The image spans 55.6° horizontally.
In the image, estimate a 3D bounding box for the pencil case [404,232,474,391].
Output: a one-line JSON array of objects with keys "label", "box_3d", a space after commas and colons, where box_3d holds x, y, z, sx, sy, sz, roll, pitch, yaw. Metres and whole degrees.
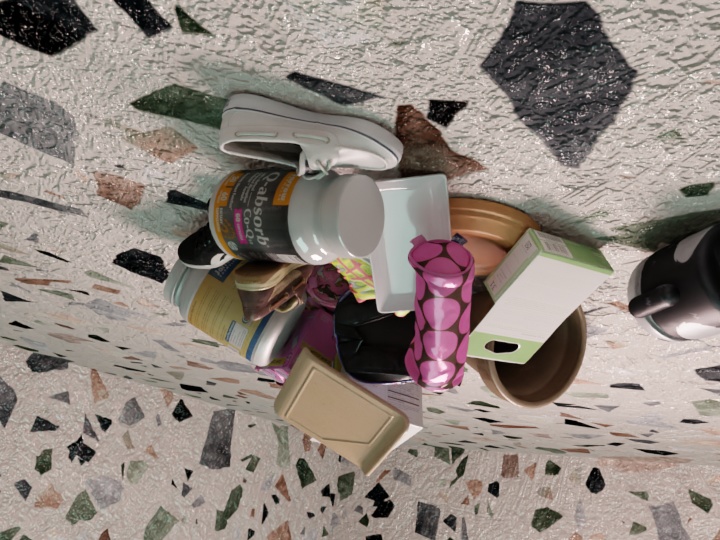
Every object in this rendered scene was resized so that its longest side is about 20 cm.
[{"label": "pencil case", "box_3d": [0.096, 0.056, 0.870, 0.093, 0.090, 0.201, 32, 135, 37]}]

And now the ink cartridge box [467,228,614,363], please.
[{"label": "ink cartridge box", "box_3d": [0.228, 0.043, 0.935, 0.145, 0.048, 0.200, 12, 130, -32]}]

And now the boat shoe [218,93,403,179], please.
[{"label": "boat shoe", "box_3d": [-0.054, -0.130, 0.739, 0.198, 0.066, 0.074, 11, 160, -4]}]

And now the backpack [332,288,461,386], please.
[{"label": "backpack", "box_3d": [0.049, 0.090, 1.078, 0.189, 0.202, 0.154, -6, 176, -9]}]

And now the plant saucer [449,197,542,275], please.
[{"label": "plant saucer", "box_3d": [0.147, -0.038, 0.938, 0.198, 0.038, 0.200, 8, 160, 3]}]

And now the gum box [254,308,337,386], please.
[{"label": "gum box", "box_3d": [-0.110, 0.139, 1.202, 0.066, 0.114, 0.200, 35, 159, -17]}]

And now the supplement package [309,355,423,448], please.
[{"label": "supplement package", "box_3d": [0.011, 0.202, 1.231, 0.150, 0.201, 0.152, 20, 139, -21]}]

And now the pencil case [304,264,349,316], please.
[{"label": "pencil case", "box_3d": [-0.064, 0.048, 1.208, 0.087, 0.083, 0.200, 48, 161, 7]}]

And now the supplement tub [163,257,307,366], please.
[{"label": "supplement tub", "box_3d": [-0.203, 0.048, 1.117, 0.199, 0.145, 0.145, 31, 161, 5]}]

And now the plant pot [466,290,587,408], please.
[{"label": "plant pot", "box_3d": [0.231, 0.105, 1.103, 0.199, 0.202, 0.174, 21, 174, -29]}]

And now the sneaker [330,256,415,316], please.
[{"label": "sneaker", "box_3d": [0.000, 0.000, 0.959, 0.199, 0.091, 0.078, 29, -157, 5]}]

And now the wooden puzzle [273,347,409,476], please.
[{"label": "wooden puzzle", "box_3d": [-0.033, 0.224, 1.083, 0.199, 0.037, 0.185, 35, 135, 5]}]

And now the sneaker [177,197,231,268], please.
[{"label": "sneaker", "box_3d": [-0.207, -0.065, 0.991, 0.199, 0.074, 0.112, -12, 149, 24]}]

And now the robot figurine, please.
[{"label": "robot figurine", "box_3d": [0.420, 0.020, 0.834, 0.149, 0.126, 0.200, 27, 157, -9]}]

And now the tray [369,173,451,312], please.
[{"label": "tray", "box_3d": [0.063, -0.033, 0.873, 0.106, 0.022, 0.201, -5, 124, 6]}]

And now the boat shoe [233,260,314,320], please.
[{"label": "boat shoe", "box_3d": [-0.107, 0.019, 0.897, 0.071, 0.073, 0.200, -1, -169, 12]}]

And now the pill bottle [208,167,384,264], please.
[{"label": "pill bottle", "box_3d": [-0.078, -0.066, 0.824, 0.199, 0.117, 0.116, 3, 160, 36]}]
